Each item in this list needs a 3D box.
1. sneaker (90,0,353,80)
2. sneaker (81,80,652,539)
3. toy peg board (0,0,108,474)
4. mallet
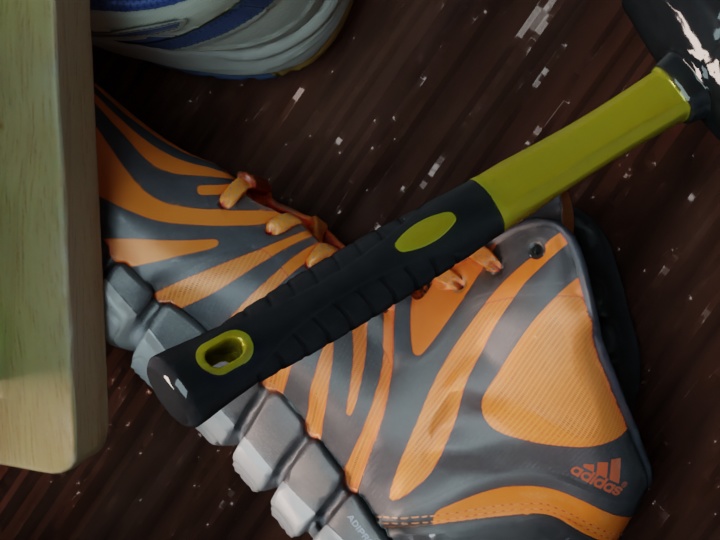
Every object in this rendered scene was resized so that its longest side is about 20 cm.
[{"bbox_3d":[-0.102,-0.097,0.778,0.199,0.088,0.076,2,81,11],"label":"sneaker"},{"bbox_3d":[0.000,0.000,0.770,0.112,0.078,0.200,-44,85,14],"label":"sneaker"},{"bbox_3d":[-0.175,-0.046,0.730,0.199,0.098,0.201,8,110,25],"label":"toy peg board"},{"bbox_3d":[0.042,-0.011,0.705,0.200,0.041,0.066,-38,75,-24],"label":"mallet"}]
